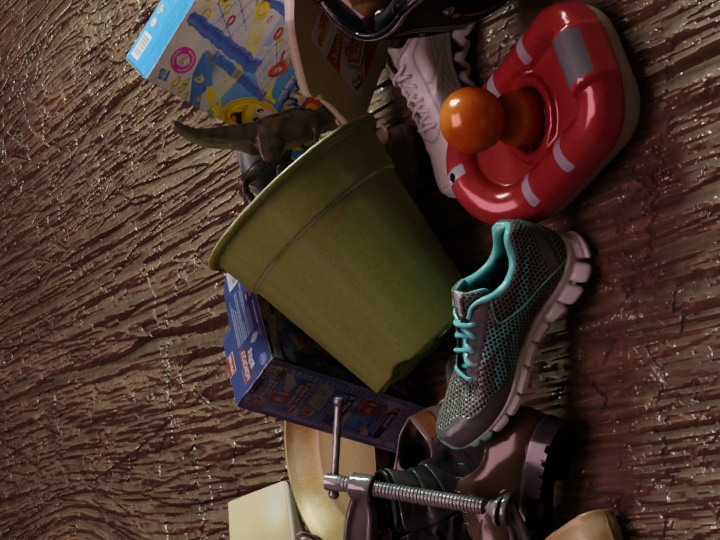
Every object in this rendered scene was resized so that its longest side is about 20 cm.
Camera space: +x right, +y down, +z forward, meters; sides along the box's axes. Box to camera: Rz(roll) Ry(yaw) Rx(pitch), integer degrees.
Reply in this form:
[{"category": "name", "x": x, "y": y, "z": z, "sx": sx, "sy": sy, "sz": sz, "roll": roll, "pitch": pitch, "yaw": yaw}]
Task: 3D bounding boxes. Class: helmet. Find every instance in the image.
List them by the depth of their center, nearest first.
[{"category": "helmet", "x": 0.061, "y": -0.286, "z": 1.347, "sx": 0.200, "sy": 0.190, "sz": 0.201, "roll": 40, "pitch": 146, "yaw": 35}]

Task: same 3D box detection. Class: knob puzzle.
[{"category": "knob puzzle", "x": -0.023, "y": -0.243, "z": 1.457, "sx": 0.030, "sy": 0.219, "sz": 0.222, "roll": 12, "pitch": 105, "yaw": 28}]

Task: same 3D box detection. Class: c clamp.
[{"category": "c clamp", "x": 0.054, "y": 0.209, "z": 1.365, "sx": 0.198, "sy": 0.027, "sz": 0.173, "roll": 12, "pitch": 101, "yaw": 22}]

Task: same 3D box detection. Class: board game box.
[{"category": "board game box", "x": -0.082, "y": -0.228, "z": 1.543, "sx": 0.201, "sy": 0.195, "sz": 0.056, "roll": -56, "pitch": 39, "yaw": 10}, {"category": "board game box", "x": -0.033, "y": 0.085, "z": 1.577, "sx": 0.062, "sy": 0.199, "sz": 0.201, "roll": -52, "pitch": 28, "yaw": 20}]

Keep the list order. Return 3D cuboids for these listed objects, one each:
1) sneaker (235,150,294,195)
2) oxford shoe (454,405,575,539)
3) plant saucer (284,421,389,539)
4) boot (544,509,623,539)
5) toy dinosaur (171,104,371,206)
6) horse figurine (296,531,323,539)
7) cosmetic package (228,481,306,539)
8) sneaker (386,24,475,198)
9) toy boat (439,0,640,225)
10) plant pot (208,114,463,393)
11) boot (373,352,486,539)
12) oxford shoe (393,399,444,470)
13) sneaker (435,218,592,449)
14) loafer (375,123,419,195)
[{"category": "sneaker", "x": -0.064, "y": -0.170, "z": 1.666, "sx": 0.079, "sy": 0.075, "sz": 0.202, "roll": 8, "pitch": 75, "yaw": 45}, {"category": "oxford shoe", "x": 0.117, "y": 0.205, "z": 1.395, "sx": 0.084, "sy": 0.072, "sz": 0.202, "roll": 19, "pitch": 104, "yaw": 27}, {"category": "plant saucer", "x": -0.019, "y": 0.185, "z": 1.704, "sx": 0.200, "sy": 0.035, "sz": 0.203, "roll": 12, "pitch": 104, "yaw": 60}, {"category": "boot", "x": 0.180, "y": 0.317, "z": 1.326, "sx": 0.175, "sy": 0.066, "sz": 0.202, "roll": -44, "pitch": 55, "yaw": 39}, {"category": "toy dinosaur", "x": -0.083, "y": -0.107, "z": 1.547, "sx": 0.047, "sy": 0.198, "sz": 0.089, "roll": 21, "pitch": 117, "yaw": 58}, {"category": "horse figurine", "x": -0.007, "y": 0.351, "z": 1.666, "sx": 0.133, "sy": 0.049, "sz": 0.202, "roll": 109, "pitch": 140, "yaw": -73}, {"category": "cosmetic package", "x": -0.085, "y": 0.312, "z": 1.702, "sx": 0.200, "sy": 0.070, "sz": 0.106, "roll": -107, "pitch": -3, "yaw": -71}, {"category": "sneaker", "x": 0.062, "y": -0.162, "z": 1.474, "sx": 0.075, "sy": 0.080, "sz": 0.203, "roll": -16, "pitch": 80, "yaw": 59}, {"category": "toy boat", "x": 0.119, "y": -0.118, "z": 1.317, "sx": 0.200, "sy": 0.129, "sz": 0.132, "roll": -52, "pitch": 49, "yaw": 51}, {"category": "plant pot", "x": 0.000, "y": 0.000, "z": 1.487, "sx": 0.190, "sy": 0.200, "sz": 0.200, "roll": 48, "pitch": 142, "yaw": 6}, {"category": "boot", "x": 0.069, "y": 0.167, "z": 1.439, "sx": 0.070, "sy": 0.130, "sz": 0.202, "roll": -31, "pitch": 66, "yaw": 59}, {"category": "oxford shoe", "x": 0.052, "y": 0.206, "z": 1.554, "sx": 0.075, "sy": 0.057, "sz": 0.202, "roll": 49, "pitch": 136, "yaw": 45}, {"category": "sneaker", "x": 0.101, "y": 0.045, "z": 1.345, "sx": 0.202, "sy": 0.091, "sz": 0.077, "roll": -63, "pitch": 29, "yaw": 3}, {"category": "loafer", "x": -0.008, "y": -0.090, "z": 1.621, "sx": 0.200, "sy": 0.067, "sz": 0.077, "roll": -28, "pitch": 69, "yaw": 59}]
